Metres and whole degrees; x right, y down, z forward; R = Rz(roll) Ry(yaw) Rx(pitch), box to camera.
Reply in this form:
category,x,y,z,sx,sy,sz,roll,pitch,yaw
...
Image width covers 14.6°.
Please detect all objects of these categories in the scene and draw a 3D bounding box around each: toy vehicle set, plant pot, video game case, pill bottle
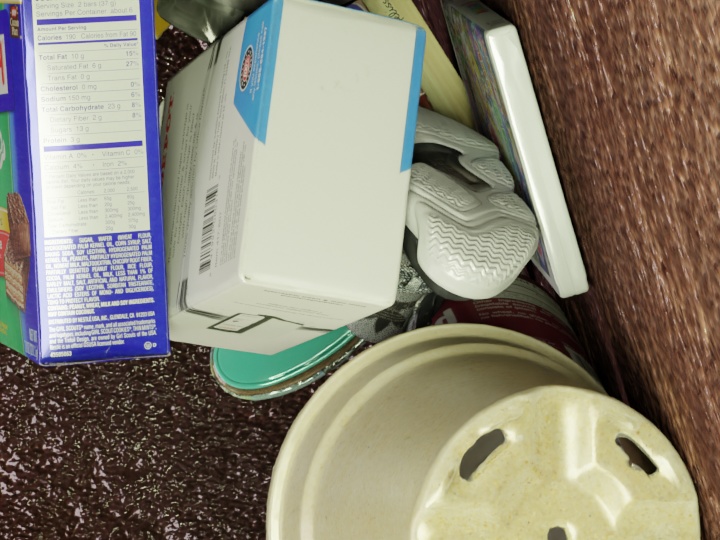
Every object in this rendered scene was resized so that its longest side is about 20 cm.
category,x,y,z,sx,sy,sz,roll,pitch,yaw
toy vehicle set,0.007,-0.166,1.688,0.200,0.026,0.124,57,179,-5
plant pot,0.071,0.122,1.322,0.183,0.200,0.201,166,86,-77
video game case,0.080,-0.072,1.504,0.200,0.018,0.143,-116,10,-78
pill bottle,0.070,0.065,1.551,0.200,0.114,0.114,-112,5,-66

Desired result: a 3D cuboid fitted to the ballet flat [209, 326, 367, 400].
category,x,y,z,sx,sy,sz,roll,pitch,yaw
ballet flat,0.000,0.000,1.578,0.074,0.200,0.074,48,-176,-4

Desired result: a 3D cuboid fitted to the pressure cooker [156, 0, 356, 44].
category,x,y,z,sx,sy,sz,roll,pitch,yaw
pressure cooker,-0.044,-0.217,1.443,0.200,0.176,0.179,78,173,-83

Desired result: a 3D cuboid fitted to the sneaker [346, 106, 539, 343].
category,x,y,z,sx,sy,sz,roll,pitch,yaw
sneaker,0.031,-0.003,1.444,0.200,0.075,0.114,-100,34,-67

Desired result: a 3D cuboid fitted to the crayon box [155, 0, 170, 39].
category,x,y,z,sx,sy,sz,roll,pitch,yaw
crayon box,-0.124,-0.220,1.582,0.200,0.051,0.127,-64,-39,-61

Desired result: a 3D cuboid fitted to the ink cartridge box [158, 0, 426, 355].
category,x,y,z,sx,sy,sz,roll,pitch,yaw
ink cartridge box,-0.044,-0.043,1.439,0.200,0.084,0.146,157,121,-70

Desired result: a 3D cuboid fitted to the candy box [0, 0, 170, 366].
category,x,y,z,sx,sy,sz,roll,pitch,yaw
candy box,-0.161,-0.060,1.485,0.169,0.077,0.200,-164,71,-69

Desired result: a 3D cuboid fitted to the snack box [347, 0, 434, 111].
category,x,y,z,sx,sy,sz,roll,pitch,yaw
snack box,-0.018,-0.159,1.599,0.200,0.024,0.072,57,180,21
